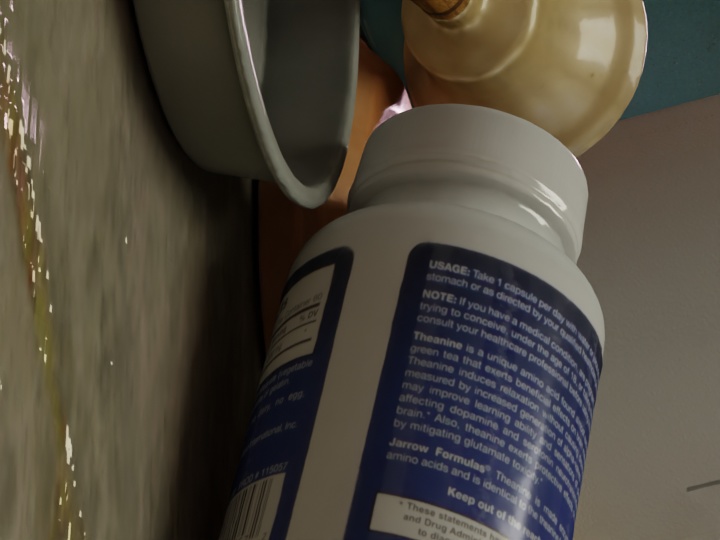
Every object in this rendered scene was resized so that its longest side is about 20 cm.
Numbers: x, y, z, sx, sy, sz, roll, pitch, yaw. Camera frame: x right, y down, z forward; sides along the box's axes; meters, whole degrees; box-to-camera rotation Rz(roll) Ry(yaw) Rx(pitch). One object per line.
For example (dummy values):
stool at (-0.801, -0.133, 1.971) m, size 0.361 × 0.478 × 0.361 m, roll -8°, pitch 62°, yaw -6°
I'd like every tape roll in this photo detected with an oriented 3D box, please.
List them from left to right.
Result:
tape roll at (0.124, 0.035, 0.943) m, size 0.203 × 0.138 × 0.205 m, roll 166°, pitch -90°, yaw -89°

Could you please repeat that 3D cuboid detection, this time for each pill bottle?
pill bottle at (0.020, 0.050, 0.708) m, size 0.111 × 0.110 × 0.201 m, roll 71°, pitch 27°, yaw -53°

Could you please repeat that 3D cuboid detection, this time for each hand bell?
hand bell at (0.027, -0.101, 0.778) m, size 0.200 × 0.103 × 0.105 m, roll 15°, pitch 72°, yaw -66°

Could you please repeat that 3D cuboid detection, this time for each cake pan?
cake pan at (-0.037, -0.120, 0.708) m, size 0.200 × 0.036 × 0.203 m, roll -2°, pitch 90°, yaw -79°

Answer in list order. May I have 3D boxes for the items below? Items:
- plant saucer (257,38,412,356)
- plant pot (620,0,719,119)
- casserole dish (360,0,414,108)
plant saucer at (0.000, 0.000, 0.864) m, size 0.200 × 0.037 × 0.202 m, roll -3°, pitch 90°, yaw -78°
plant pot at (0.136, -0.152, 1.198) m, size 0.200 × 0.186 × 0.202 m, roll -3°, pitch 90°, yaw -79°
casserole dish at (0.041, -0.114, 1.008) m, size 0.200 × 0.038 × 0.122 m, roll 47°, pitch 34°, yaw -55°
